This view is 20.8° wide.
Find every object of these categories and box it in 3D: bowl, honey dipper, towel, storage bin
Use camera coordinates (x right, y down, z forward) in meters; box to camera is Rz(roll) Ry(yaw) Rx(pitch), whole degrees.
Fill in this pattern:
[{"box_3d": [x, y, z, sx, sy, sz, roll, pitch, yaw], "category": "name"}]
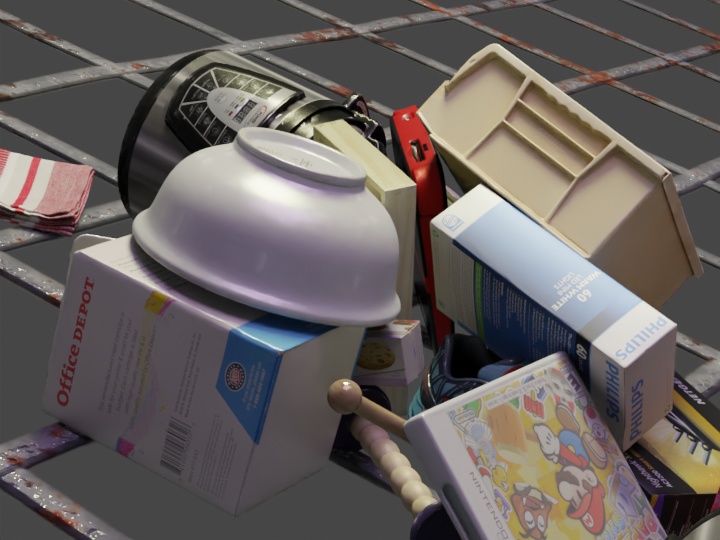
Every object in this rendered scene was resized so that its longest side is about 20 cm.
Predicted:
[{"box_3d": [-0.053, -0.041, 1.370, 0.199, 0.091, 0.201, 18, 14, -5], "category": "bowl"}, {"box_3d": [0.052, 0.118, 1.297, 0.199, 0.038, 0.038, 33, 8, -37], "category": "honey dipper"}, {"box_3d": [-0.337, -0.086, 1.719, 0.198, 0.023, 0.144, 13, 21, -6], "category": "towel"}, {"box_3d": [0.159, -0.059, 1.564, 0.198, 0.094, 0.200, 41, -5, 27], "category": "storage bin"}]

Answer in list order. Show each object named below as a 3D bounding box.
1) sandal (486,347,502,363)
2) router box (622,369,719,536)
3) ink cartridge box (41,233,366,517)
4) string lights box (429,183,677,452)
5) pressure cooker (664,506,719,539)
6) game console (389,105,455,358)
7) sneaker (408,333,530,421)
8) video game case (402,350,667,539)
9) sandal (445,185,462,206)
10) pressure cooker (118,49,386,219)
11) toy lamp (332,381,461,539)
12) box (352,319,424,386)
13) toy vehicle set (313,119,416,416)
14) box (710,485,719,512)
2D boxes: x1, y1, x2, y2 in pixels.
[{"box_3d": [0.165, 0.066, 1.643, 0.199, 0.076, 0.048, -9, 5, -44], "category": "sandal"}, {"box_3d": [0.225, 0.141, 1.518, 0.156, 0.053, 0.200, 2, 26, -31], "category": "router box"}, {"box_3d": [-0.119, 0.058, 1.372, 0.199, 0.130, 0.125, 26, 23, 23], "category": "ink cartridge box"}, {"box_3d": [0.141, 0.034, 1.455, 0.059, 0.103, 0.200, -37, 55, -23], "category": "string lights box"}, {"box_3d": [0.249, 0.228, 1.161, 0.177, 0.178, 0.200, 60, 22, -7], "category": "pressure cooker"}, {"box_3d": [0.057, -0.032, 1.663, 0.031, 0.178, 0.200, -10, 24, -1], "category": "game console"}, {"box_3d": [0.103, 0.113, 1.441, 0.079, 0.096, 0.200, -1, 27, -36], "category": "sneaker"}, {"box_3d": [0.129, 0.156, 1.313, 0.199, 0.023, 0.183, -17, 76, -55], "category": "video game case"}, {"box_3d": [0.109, -0.013, 1.802, 0.201, 0.057, 0.080, 42, -5, 23], "category": "sandal"}, {"box_3d": [-0.080, -0.078, 1.651, 0.199, 0.177, 0.178, 28, 22, 26], "category": "pressure cooker"}, {"box_3d": [0.018, 0.133, 1.388, 0.058, 0.059, 0.200, 4, 24, -27], "category": "toy lamp"}, {"box_3d": [-0.050, 0.059, 1.446, 0.198, 0.042, 0.039, 2, 18, 24], "category": "box"}, {"box_3d": [0.000, 0.000, 1.505, 0.026, 0.202, 0.124, -12, 33, -23], "category": "toy vehicle set"}, {"box_3d": [0.345, 0.194, 1.414, 0.199, 0.096, 0.100, -4, 29, -42], "category": "box"}]
